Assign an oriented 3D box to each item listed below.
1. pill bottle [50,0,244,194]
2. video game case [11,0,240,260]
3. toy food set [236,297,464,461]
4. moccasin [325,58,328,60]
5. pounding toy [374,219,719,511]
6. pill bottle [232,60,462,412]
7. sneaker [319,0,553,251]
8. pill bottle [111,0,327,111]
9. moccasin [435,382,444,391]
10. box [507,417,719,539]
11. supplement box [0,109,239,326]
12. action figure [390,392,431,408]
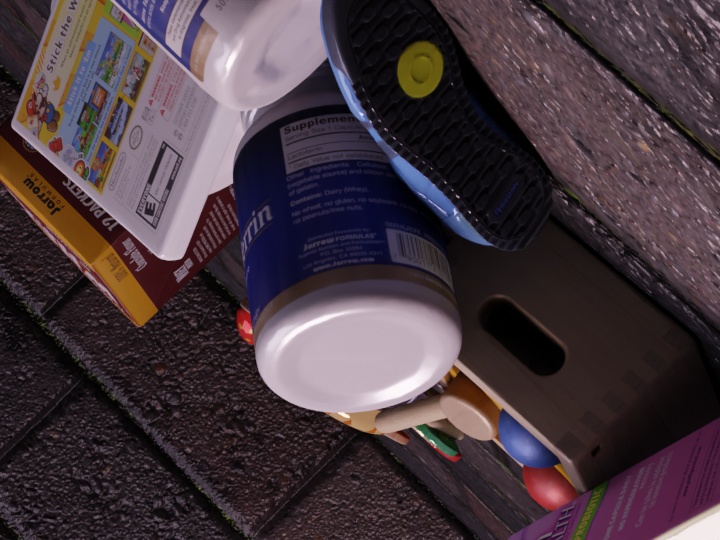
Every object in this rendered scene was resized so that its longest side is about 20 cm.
[{"bbox_3d":[-0.142,-0.155,1.536,0.200,0.111,0.111,62,-179,25],"label":"pill bottle"},{"bbox_3d":[-0.135,-0.137,1.436,0.023,0.200,0.182,1,-151,-46],"label":"video game case"},{"bbox_3d":[-0.006,0.081,1.684,0.198,0.049,0.200,31,180,-42],"label":"toy food set"},{"bbox_3d":[-0.075,-0.169,1.304,0.201,0.074,0.078,32,164,45],"label":"moccasin"},{"bbox_3d":[0.098,0.070,1.379,0.200,0.142,0.184,41,171,31],"label":"pounding toy"},{"bbox_3d":[-0.012,-0.030,1.297,0.116,0.116,0.200,54,-159,-51],"label":"pill bottle"},{"bbox_3d":[0.025,-0.086,1.213,0.078,0.066,0.200,27,162,50],"label":"sneaker"},{"bbox_3d":[-0.098,-0.187,1.203,0.200,0.111,0.111,44,173,17],"label":"pill bottle"},{"bbox_3d":[0.061,0.031,1.637,0.074,0.078,0.201,64,171,-27],"label":"moccasin"},{"bbox_3d":[0.195,0.194,1.243,0.176,0.200,0.097,46,-145,-12],"label":"box"},{"bbox_3d":[-0.162,-0.090,1.776,0.133,0.200,0.197,44,173,14],"label":"supplement box"},{"bbox_3d":[0.000,0.000,1.574,0.069,0.130,0.200,7,-138,-28],"label":"action figure"}]
